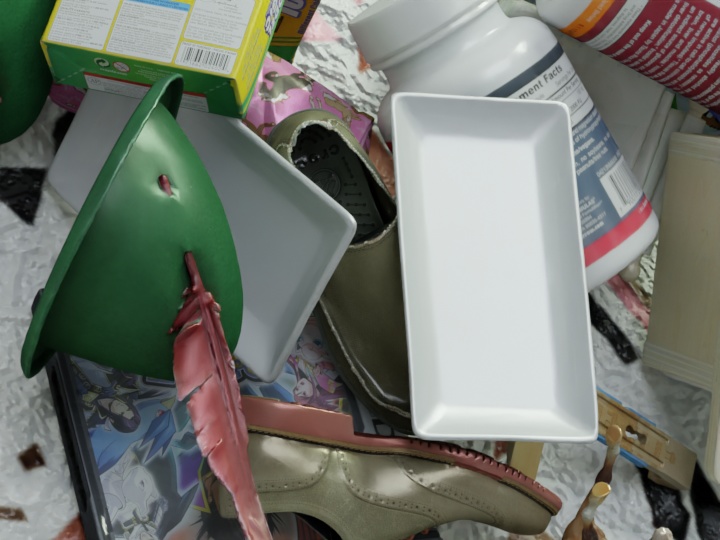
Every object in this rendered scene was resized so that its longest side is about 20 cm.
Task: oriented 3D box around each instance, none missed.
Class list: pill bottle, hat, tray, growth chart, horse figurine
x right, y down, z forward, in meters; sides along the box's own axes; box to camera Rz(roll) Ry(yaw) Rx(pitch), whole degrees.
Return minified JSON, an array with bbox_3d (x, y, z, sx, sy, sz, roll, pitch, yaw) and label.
[{"bbox_3d":[0.213,-0.155,1.458,0.199,0.113,0.113,27,50,-12],"label":"pill bottle"},{"bbox_3d":[-0.067,0.025,1.284,0.175,0.166,0.201,27,92,2],"label":"hat"},{"bbox_3d":[-0.087,-0.039,1.369,0.200,0.108,0.022,40,25,28],"label":"tray"},{"bbox_3d":[0.070,0.000,1.347,0.107,0.022,0.201,3,69,-16],"label":"tray"},{"bbox_3d":[0.114,-0.092,1.520,0.199,0.145,0.018,31,15,3],"label":"growth chart"},{"bbox_3d":[0.079,-0.081,1.451,0.119,0.119,0.201,-38,101,-38],"label":"pill bottle"},{"bbox_3d":[-0.185,-0.092,1.381,0.176,0.200,0.166,50,21,3],"label":"hat"},{"bbox_3d":[0.100,0.177,1.336,0.050,0.133,0.200,31,55,27],"label":"horse figurine"}]

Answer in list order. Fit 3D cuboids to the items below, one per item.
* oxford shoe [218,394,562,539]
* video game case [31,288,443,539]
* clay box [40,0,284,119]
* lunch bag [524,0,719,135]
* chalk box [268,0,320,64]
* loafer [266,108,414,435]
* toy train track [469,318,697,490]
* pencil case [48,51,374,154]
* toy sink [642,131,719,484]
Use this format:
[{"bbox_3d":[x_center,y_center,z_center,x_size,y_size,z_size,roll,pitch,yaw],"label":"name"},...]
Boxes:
[{"bbox_3d":[0.013,0.124,1.336,0.199,0.070,0.075,15,80,-16],"label":"oxford shoe"},{"bbox_3d":[-0.069,0.086,1.371,0.199,0.026,0.182,-3,59,-26],"label":"video game case"},{"bbox_3d":[-0.092,-0.189,1.377,0.114,0.048,0.201,12,63,12],"label":"clay box"},{"bbox_3d":[0.172,-0.173,1.598,0.200,0.124,0.170,41,48,-5],"label":"lunch bag"},{"bbox_3d":[-0.111,-0.232,1.515,0.199,0.124,0.125,18,52,-10],"label":"chalk box"},{"bbox_3d":[0.000,0.000,1.371,0.075,0.070,0.201,-28,84,-3],"label":"loafer"},{"bbox_3d":[0.122,0.079,1.417,0.200,0.032,0.115,32,65,-37],"label":"toy train track"},{"bbox_3d":[-0.091,-0.097,1.453,0.199,0.083,0.087,31,57,-2],"label":"pencil case"},{"bbox_3d":[0.252,0.023,1.483,0.129,0.112,0.202,3,96,-21],"label":"toy sink"}]
